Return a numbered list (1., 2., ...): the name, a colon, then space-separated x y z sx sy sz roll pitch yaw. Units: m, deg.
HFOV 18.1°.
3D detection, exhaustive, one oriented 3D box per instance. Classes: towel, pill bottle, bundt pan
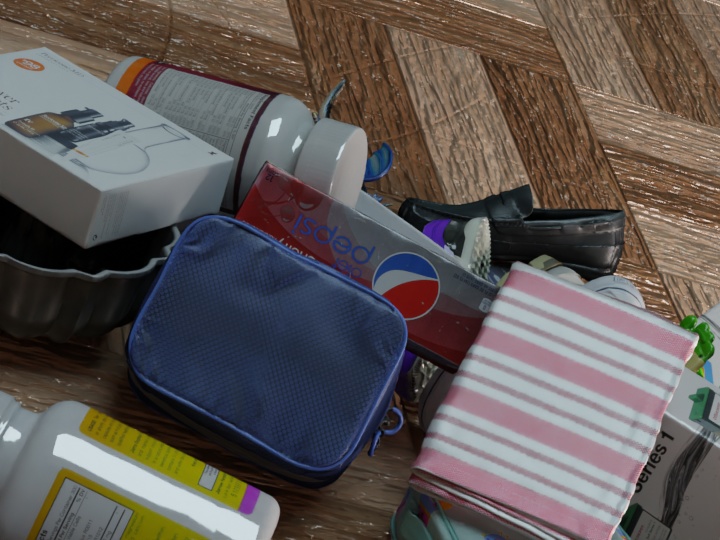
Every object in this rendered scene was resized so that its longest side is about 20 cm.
1. towel: 0.136 0.096 1.571 0.146 0.030 0.200 24 60 9
2. pill bottle: -0.102 -0.092 1.752 0.199 0.110 0.110 16 27 14
3. pill bottle: -0.159 0.148 1.412 0.199 0.104 0.104 27 29 -3
4. bundt pan: -0.234 -0.014 1.613 0.201 0.076 0.202 14 24 -7

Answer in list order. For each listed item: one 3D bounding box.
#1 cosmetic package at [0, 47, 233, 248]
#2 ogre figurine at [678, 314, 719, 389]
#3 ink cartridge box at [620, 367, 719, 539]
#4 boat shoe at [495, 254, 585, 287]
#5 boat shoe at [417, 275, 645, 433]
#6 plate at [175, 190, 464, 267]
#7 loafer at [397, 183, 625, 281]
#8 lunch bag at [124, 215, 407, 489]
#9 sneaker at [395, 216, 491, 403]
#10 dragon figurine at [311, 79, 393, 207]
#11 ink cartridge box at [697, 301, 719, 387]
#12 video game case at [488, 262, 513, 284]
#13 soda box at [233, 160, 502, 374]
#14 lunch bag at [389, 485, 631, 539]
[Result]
1. cosmetic package: -0.216 -0.094 1.642 0.200 0.052 0.151 31 25 26
2. ogre figurine: 0.235 0.101 1.765 0.120 0.199 0.098 41 29 -50
3. ink cartridge box: 0.244 0.167 1.675 0.200 0.146 0.084 31 29 7
4. boat shoe: 0.143 0.041 1.825 0.068 0.075 0.200 29 28 14
5. boat shoe: 0.121 0.073 1.671 0.074 0.200 0.067 46 22 -14
6. plate: -0.054 -0.009 1.764 0.199 0.032 0.200 -22 43 -35
7. loafer: 0.132 -0.043 1.960 0.200 0.071 0.068 11 14 -5
8. lunch bag: -0.060 0.063 1.573 0.200 0.136 0.132 30 -12 1
9. sneaker: 0.038 0.030 1.807 0.099 0.070 0.200 7 40 15
10. dragon figurine: -0.010 -0.086 1.947 0.099 0.059 0.200 25 30 -5
11. ink cartridge box: 0.316 0.095 1.920 0.116 0.067 0.200 41 32 14
12. video game case: 0.136 0.043 1.908 0.199 0.019 0.143 -1 40 -39
13. soda box: 0.000 0.000 1.655 0.200 0.070 0.063 28 -8 0
14. lunch bag: 0.110 0.212 1.563 0.160 0.077 0.200 4 35 -26
